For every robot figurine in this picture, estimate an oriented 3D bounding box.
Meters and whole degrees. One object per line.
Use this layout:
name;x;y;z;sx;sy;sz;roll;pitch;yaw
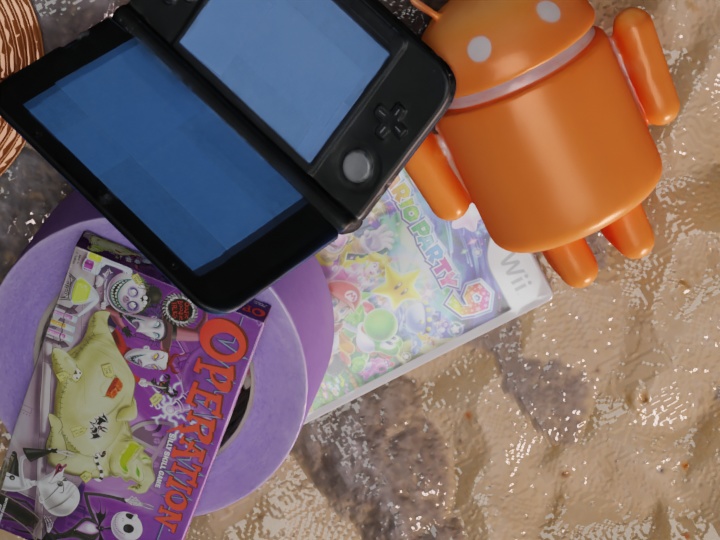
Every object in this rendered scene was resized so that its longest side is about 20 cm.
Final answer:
robot figurine;0.104;-0.090;1.638;0.144;0.117;0.200;-14;110;36

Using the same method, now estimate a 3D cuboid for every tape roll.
tape roll;-0.121;0.043;1.667;0.199;0.085;0.201;4;114;9

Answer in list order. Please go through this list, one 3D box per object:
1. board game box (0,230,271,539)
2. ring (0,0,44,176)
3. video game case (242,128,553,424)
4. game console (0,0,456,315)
board game box;-0.139;0.086;1.630;0.120;0.032;0.200;20;116;-2
ring;-0.291;-0.123;1.668;0.200;0.019;0.201;0;106;-2
video game case;0.000;0.000;1.714;0.200;0.018;0.143;-27;106;6
game console;-0.078;-0.104;1.587;0.200;0.118;0.171;43;113;14
